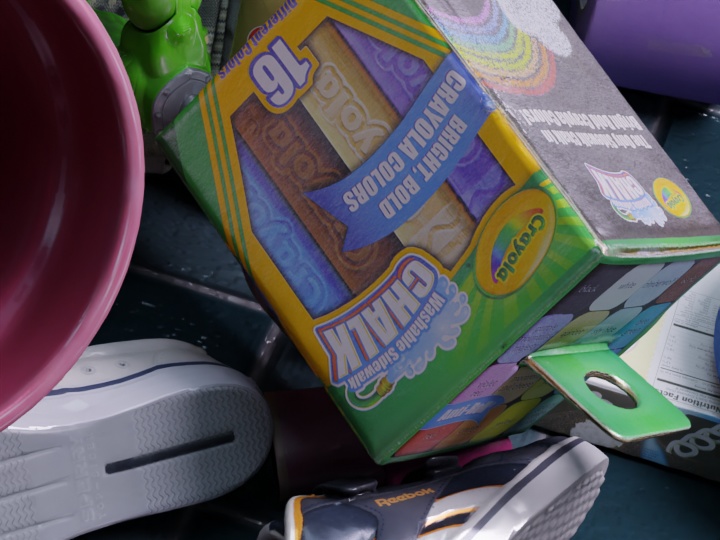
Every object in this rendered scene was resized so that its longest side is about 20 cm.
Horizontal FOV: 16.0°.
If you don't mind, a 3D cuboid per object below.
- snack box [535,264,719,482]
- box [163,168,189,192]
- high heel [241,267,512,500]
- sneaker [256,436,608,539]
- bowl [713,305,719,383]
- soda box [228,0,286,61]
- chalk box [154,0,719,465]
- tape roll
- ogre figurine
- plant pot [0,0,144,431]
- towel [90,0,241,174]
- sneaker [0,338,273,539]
[{"bbox_3d":[0.099,0.022,1.117,0.199,0.037,0.116,17,40,8],"label":"snack box"},{"bbox_3d":[-0.071,-0.135,1.214,0.199,0.108,0.148,34,44,25],"label":"box"},{"bbox_3d":[0.000,0.000,1.058,0.095,0.068,0.201,-7,69,-6],"label":"high heel"},{"bbox_3d":[0.012,0.107,0.958,0.079,0.079,0.200,37,46,20],"label":"sneaker"},{"bbox_3d":[0.238,0.054,1.073,0.199,0.039,0.201,17,43,-16],"label":"bowl"},{"bbox_3d":[0.003,-0.153,1.115,0.064,0.068,0.200,17,39,4],"label":"soda box"},{"bbox_3d":[0.044,-0.011,0.957,0.201,0.124,0.124,56,26,18],"label":"chalk box"},{"bbox_3d":[0.160,-0.186,1.258,0.084,0.201,0.201,10,38,-1],"label":"tape roll"},{"bbox_3d":[-0.115,-0.107,1.038,0.199,0.121,0.098,-10,8,38],"label":"ogre figurine"},{"bbox_3d":[-0.202,-0.045,0.926,0.199,0.201,0.179,-12,21,-26],"label":"plant pot"},{"bbox_3d":[-0.131,-0.146,1.133,0.199,0.194,0.034,8,-2,29],"label":"towel"},{"bbox_3d":[-0.135,0.072,0.988,0.199,0.074,0.071,-7,17,-21],"label":"sneaker"}]
